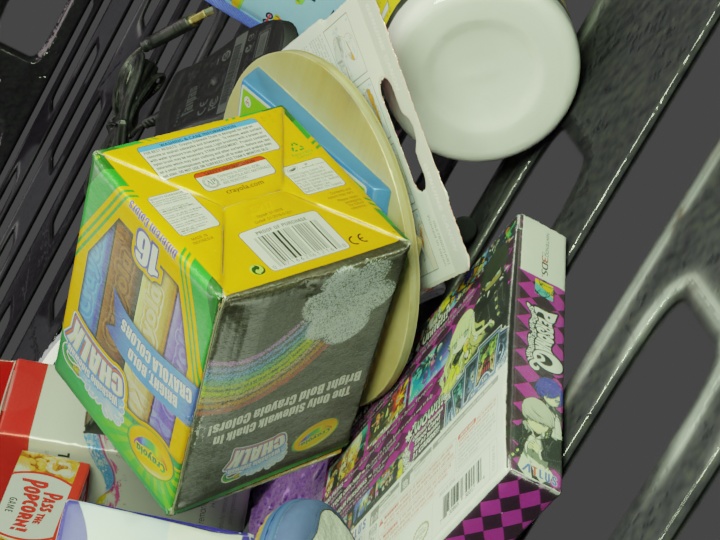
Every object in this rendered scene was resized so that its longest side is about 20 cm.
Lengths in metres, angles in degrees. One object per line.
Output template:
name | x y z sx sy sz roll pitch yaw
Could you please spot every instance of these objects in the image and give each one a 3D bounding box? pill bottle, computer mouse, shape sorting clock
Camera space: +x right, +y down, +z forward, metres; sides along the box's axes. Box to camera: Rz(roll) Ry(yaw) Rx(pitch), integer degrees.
pill bottle | 0.061 -0.155 1.272 0.113 0.112 0.200 -57 19 23
computer mouse | -0.095 -0.122 1.418 0.200 0.046 0.141 -27 41 38
shape sorting clock | -0.024 -0.023 1.201 0.200 0.039 0.201 28 126 47

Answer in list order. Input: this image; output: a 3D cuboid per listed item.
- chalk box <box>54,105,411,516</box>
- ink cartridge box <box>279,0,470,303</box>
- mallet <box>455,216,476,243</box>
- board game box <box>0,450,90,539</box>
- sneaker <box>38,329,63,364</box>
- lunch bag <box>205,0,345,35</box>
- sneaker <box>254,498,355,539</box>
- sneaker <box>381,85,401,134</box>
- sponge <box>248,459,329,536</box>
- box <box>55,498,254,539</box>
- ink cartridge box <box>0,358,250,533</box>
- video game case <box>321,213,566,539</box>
chalk box | -0.076 0.036 1.154 0.124 0.124 0.201 47 137 31
ink cartridge box | 0.012 -0.062 1.202 0.200 0.050 0.162 -27 82 64
mallet | 0.000 0.000 1.331 0.066 0.041 0.200 -27 4 -27
board game box | -0.206 0.225 1.262 0.200 0.046 0.152 -79 0 -59
sneaker | -0.136 0.030 1.428 0.201 0.070 0.082 -58 41 12
lunch bag | -0.019 -0.220 1.454 0.151 0.199 0.094 -55 20 28
sneaker | 0.006 0.189 1.003 0.088 0.075 0.201 -36 53 35
sneaker | -0.006 -0.104 1.395 0.200 0.070 0.082 -57 14 -20
sponge | -0.034 0.155 1.262 0.112 0.030 0.201 -53 21 36
box | -0.130 0.242 1.180 0.200 0.104 0.185 107 174 -69
ink cartridge box | -0.168 0.126 1.369 0.067 0.199 0.117 -83 3 -47
video game case | 0.038 0.097 1.118 0.200 0.036 0.182 -52 21 37
